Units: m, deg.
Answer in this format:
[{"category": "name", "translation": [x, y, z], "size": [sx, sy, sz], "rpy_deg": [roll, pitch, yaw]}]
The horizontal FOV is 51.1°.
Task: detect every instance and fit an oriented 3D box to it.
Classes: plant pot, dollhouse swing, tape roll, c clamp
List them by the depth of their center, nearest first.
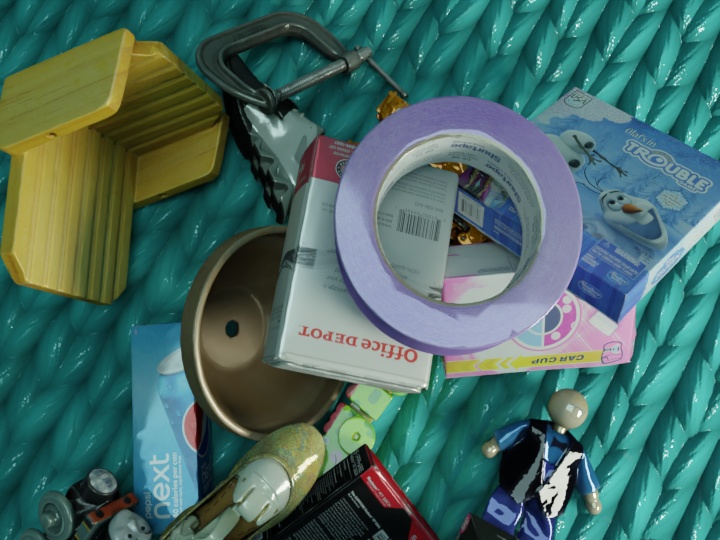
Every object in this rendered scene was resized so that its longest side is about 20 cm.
[{"category": "tape roll", "translation": [0.076, -0.035, 0.617], "size": [0.195, 0.066, 0.205], "rpy_deg": [0, 79, -1]}, {"category": "dollhouse swing", "translation": [-0.224, -0.083, 0.725], "size": [0.178, 0.200, 0.179], "rpy_deg": [-17, 74, 13]}, {"category": "plant pot", "translation": [-0.103, 0.060, 0.745], "size": [0.092, 0.199, 0.205], "rpy_deg": [-1, 76, 46]}, {"category": "c clamp", "translation": [-0.068, -0.220, 0.805], "size": [0.198, 0.027, 0.171], "rpy_deg": [-29, 68, -34]}]

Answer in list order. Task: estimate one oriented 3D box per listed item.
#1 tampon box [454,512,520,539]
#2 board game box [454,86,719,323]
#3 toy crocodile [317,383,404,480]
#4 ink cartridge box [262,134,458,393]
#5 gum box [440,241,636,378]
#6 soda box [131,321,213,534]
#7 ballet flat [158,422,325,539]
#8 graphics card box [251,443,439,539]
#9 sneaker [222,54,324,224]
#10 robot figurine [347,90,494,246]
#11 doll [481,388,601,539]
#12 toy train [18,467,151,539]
[{"category": "tampon box", "translation": [0.119, 0.331, 0.618], "size": [0.124, 0.200, 0.152], "rpy_deg": [27, 96, -1]}, {"category": "board game box", "translation": [0.223, -0.074, 0.718], "size": [0.198, 0.044, 0.199], "rpy_deg": [-37, 56, -25]}, {"category": "toy crocodile", "translation": [0.007, 0.132, 0.761], "size": [0.061, 0.068, 0.201], "rpy_deg": [35, 81, 8]}, {"category": "ink cartridge box", "translation": [0.000, 0.000, 0.693], "size": [0.143, 0.085, 0.204], "rpy_deg": [13, 77, -15]}, {"category": "gum box", "translation": [0.175, 0.033, 0.743], "size": [0.195, 0.067, 0.116], "rpy_deg": [-5, 119, 1]}, {"category": "soda box", "translation": [-0.190, 0.157, 0.767], "size": [0.066, 0.064, 0.205], "rpy_deg": [-4, 81, 2]}, {"category": "ballet flat", "translation": [-0.112, 0.217, 0.677], "size": [0.199, 0.071, 0.071], "rpy_deg": [-40, 80, 8]}, {"category": "graphics card box", "translation": [-0.035, 0.274, 0.715], "size": [0.199, 0.051, 0.126], "rpy_deg": [-37, 107, 1]}, {"category": "sneaker", "translation": [-0.089, -0.152, 0.820], "size": [0.087, 0.074, 0.203], "rpy_deg": [-22, 79, -20]}, {"category": "robot figurine", "translation": [0.076, -0.088, 0.798], "size": [0.199, 0.058, 0.145], "rpy_deg": [42, 83, 6]}, {"category": "doll", "translation": [0.179, 0.215, 0.749], "size": [0.134, 0.048, 0.203], "rpy_deg": [22, 84, -1]}, {"category": "toy train", "translation": [-0.267, 0.282, 0.714], "size": [0.114, 0.085, 0.201], "rpy_deg": [42, 111, 17]}]
